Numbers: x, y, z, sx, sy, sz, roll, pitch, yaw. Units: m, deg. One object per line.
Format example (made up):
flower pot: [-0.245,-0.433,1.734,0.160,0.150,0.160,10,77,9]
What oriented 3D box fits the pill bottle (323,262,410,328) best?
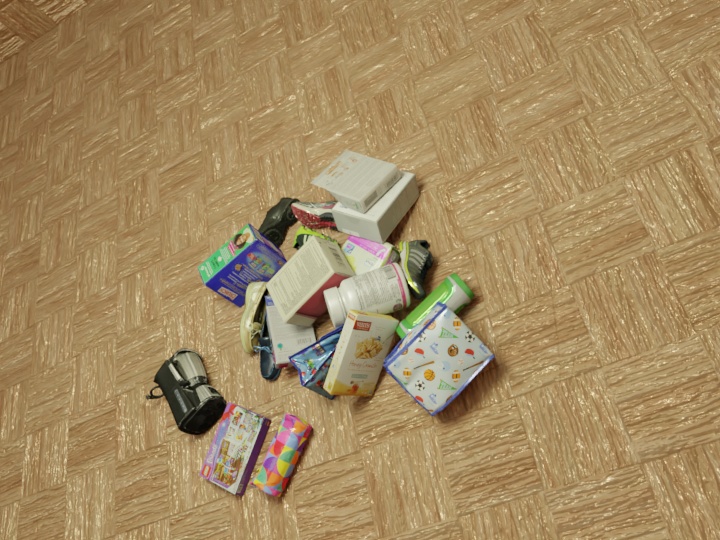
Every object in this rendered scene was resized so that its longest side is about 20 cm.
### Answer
pill bottle: [0.015,0.064,1.538,0.196,0.114,0.115,-18,58,-7]

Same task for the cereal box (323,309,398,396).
cereal box: [0.002,0.199,1.490,0.039,0.142,0.204,29,103,46]

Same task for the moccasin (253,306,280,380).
moccasin: [-0.256,0.196,1.712,0.079,0.068,0.204,-13,62,22]

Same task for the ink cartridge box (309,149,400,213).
ink cartridge box: [-0.015,-0.241,1.670,0.198,0.051,0.161,23,58,41]

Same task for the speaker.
speaker: [0.180,0.101,1.510,0.200,0.088,0.089,-44,55,4]

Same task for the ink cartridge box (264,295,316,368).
ink cartridge box: [-0.187,0.157,1.675,0.116,0.042,0.204,-6,60,-18]

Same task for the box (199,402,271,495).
box: [-0.330,0.467,1.647,0.134,0.039,0.204,13,75,32]

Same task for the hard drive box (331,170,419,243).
hard drive box: [0.042,-0.183,1.677,0.154,0.078,0.201,18,55,33]

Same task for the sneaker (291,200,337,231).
sneaker: [-0.111,-0.167,1.800,0.196,0.081,0.076,13,59,24]

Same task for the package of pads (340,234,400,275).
package of pads: [0.000,0.000,1.664,0.153,0.068,0.202,31,85,36]

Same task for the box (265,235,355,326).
box: [-0.128,0.030,1.617,0.200,0.108,0.129,-44,60,21]

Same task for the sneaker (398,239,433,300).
sneaker: [0.146,-0.012,1.568,0.079,0.074,0.203,-18,44,11]

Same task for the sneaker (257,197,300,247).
sneaker: [-0.259,-0.138,1.869,0.201,0.076,0.090,-49,41,-14]

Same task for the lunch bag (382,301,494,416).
lunch bag: [0.170,0.200,1.414,0.170,0.124,0.200,43,88,0]

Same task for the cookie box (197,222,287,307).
cookie box: [-0.334,-0.011,1.788,0.199,0.171,0.076,-39,53,6]

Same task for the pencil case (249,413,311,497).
pencil case: [-0.198,0.458,1.555,0.087,0.088,0.203,22,78,33]

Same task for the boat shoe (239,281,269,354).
boat shoe: [-0.290,0.131,1.755,0.062,0.073,0.206,-3,69,23]

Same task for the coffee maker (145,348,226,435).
coffee maker: [-0.484,0.356,1.744,0.201,0.133,0.194,50,118,36]

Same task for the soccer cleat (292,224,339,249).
soccer cleat: [-0.123,-0.067,1.755,0.199,0.067,0.083,25,94,51]

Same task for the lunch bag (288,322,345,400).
lunch bag: [-0.051,0.210,1.545,0.199,0.150,0.095,-39,56,7]
